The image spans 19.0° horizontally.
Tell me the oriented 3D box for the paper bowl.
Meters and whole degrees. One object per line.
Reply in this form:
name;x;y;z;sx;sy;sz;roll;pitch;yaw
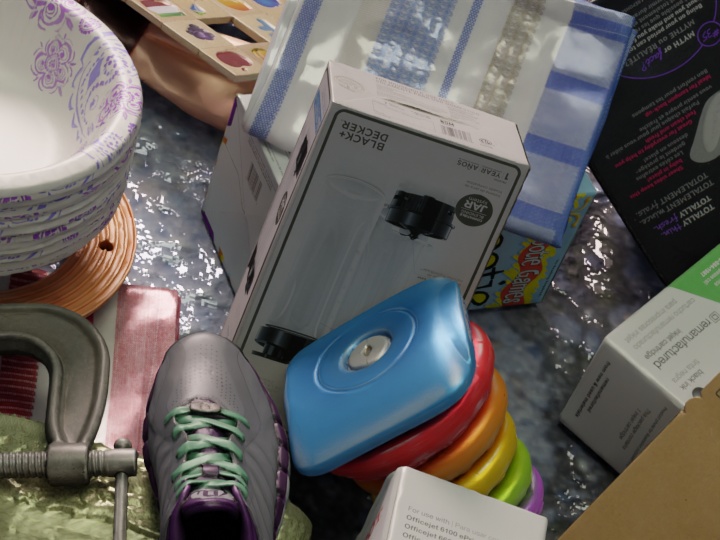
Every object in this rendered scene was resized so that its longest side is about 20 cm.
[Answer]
paper bowl;-0.225;-0.072;1.179;0.200;0.105;0.201;12;41;-10

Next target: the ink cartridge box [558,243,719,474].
ink cartridge box;0.243;0.096;1.271;0.200;0.084;0.146;41;48;16

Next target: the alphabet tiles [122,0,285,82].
alphabet tiles;-0.073;-0.172;1.397;0.167;0.008;0.200;37;28;28

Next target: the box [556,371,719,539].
box;0.218;0.173;1.164;0.164;0.021;0.200;-46;70;1

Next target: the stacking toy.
stacking toy;0.053;0.113;1.135;0.200;0.109;0.116;56;13;-26

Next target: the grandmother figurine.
grandmother figurine;-0.139;-0.146;1.363;0.199;0.061;0.121;24;36;-3

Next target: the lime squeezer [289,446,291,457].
lime squeezer;-0.064;0.150;1.142;0.071;0.038;0.201;40;36;-30

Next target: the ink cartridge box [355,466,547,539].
ink cartridge box;0.017;0.219;1.022;0.083;0.145;0.200;19;45;-5

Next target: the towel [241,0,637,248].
towel;0.045;-0.112;1.223;0.199;0.024;0.147;21;82;2

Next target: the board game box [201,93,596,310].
board game box;0.021;-0.041;1.294;0.199;0.103;0.105;-5;50;-25

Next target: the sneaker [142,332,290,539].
sneaker;-0.066;0.103;1.037;0.074;0.088;0.201;-2;56;-8

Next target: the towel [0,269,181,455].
towel;-0.198;0.048;1.182;0.199;0.023;0.144;10;45;-13

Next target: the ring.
ring;-0.227;-0.027;1.223;0.199;0.019;0.201;12;41;-10

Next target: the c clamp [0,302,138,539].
c clamp;-0.205;0.078;1.084;0.199;0.027;0.171;3;50;3

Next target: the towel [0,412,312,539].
towel;-0.135;0.151;1.072;0.199;0.037;0.149;17;55;4

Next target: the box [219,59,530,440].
box;0.000;0.000;1.171;0.116;0.201;0.060;16;24;-12

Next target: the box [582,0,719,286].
box;0.183;-0.113;1.331;0.200;0.122;0.106;55;9;-28
